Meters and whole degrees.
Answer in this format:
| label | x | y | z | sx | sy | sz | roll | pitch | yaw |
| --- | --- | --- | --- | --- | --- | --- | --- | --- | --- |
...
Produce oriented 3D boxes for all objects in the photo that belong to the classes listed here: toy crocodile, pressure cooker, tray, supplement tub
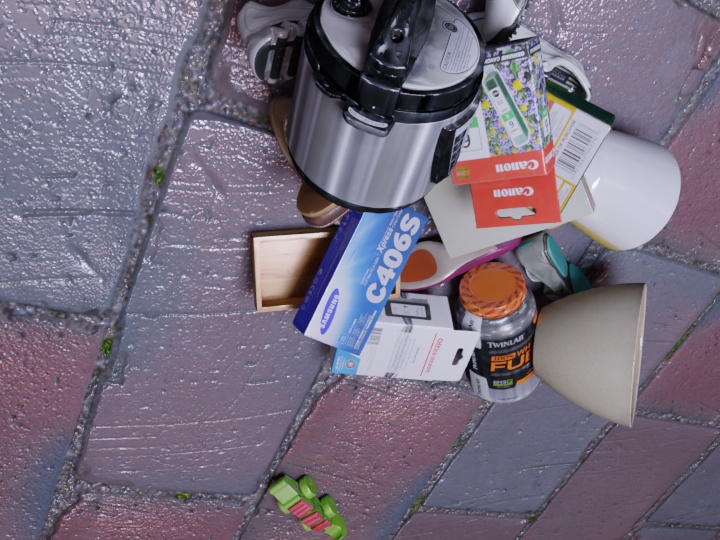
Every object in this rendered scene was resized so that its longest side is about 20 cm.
| label | x | y | z | sx | sy | sz | roll | pitch | yaw |
| --- | --- | --- | --- | --- | --- | --- | --- | --- | --- |
| toy crocodile | -0.092 | 0.424 | 1.255 | 0.067 | 0.062 | 0.201 | -31 | 129 | 7 |
| pressure cooker | 0.022 | -0.175 | 0.665 | 0.176 | 0.177 | 0.201 | -17 | 150 | -25 |
| tray | -0.045 | -0.006 | 0.943 | 0.196 | 0.037 | 0.101 | -5 | 107 | -16 |
| supplement tub | 0.208 | 0.094 | 1.067 | 0.121 | 0.123 | 0.202 | -20 | 130 | -3 |

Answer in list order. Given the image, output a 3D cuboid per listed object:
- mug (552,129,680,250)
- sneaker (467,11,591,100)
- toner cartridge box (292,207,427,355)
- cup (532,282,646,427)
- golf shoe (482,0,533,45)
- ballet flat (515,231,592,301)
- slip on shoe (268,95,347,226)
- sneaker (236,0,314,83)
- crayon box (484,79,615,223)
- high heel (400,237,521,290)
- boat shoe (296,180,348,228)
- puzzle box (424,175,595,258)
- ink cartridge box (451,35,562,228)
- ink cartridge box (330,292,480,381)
| label | x | y | z | sx | sy | sz | roll | pitch | yaw |
| --- | --- | --- | --- | --- | --- | --- | --- | --- | --- |
| mug | 0.297 | -0.104 | 0.923 | 0.151 | 0.150 | 0.188 | 15 | 122 | -32 |
| sneaker | 0.195 | -0.248 | 0.834 | 0.197 | 0.071 | 0.074 | 10 | 123 | -22 |
| toner cartridge box | 0.000 | 0.000 | 0.902 | 0.094 | 0.043 | 0.203 | 23 | 95 | -33 |
| cup | 0.330 | 0.111 | 1.023 | 0.141 | 0.202 | 0.202 | 7 | 135 | 25 |
| golf shoe | 0.148 | -0.343 | 0.747 | 0.093 | 0.078 | 0.203 | 10 | 108 | -11 |
| ballet flat | 0.300 | 0.010 | 1.085 | 0.063 | 0.068 | 0.200 | -19 | 136 | 33 |
| slip on shoe | -0.053 | -0.131 | 0.852 | 0.077 | 0.060 | 0.201 | -57 | 148 | -15 |
| sneaker | -0.039 | -0.254 | 0.752 | 0.197 | 0.082 | 0.076 | -12 | 147 | -35 |
| crayon box | 0.168 | -0.161 | 0.803 | 0.198 | 0.052 | 0.127 | 31 | 124 | 10 |
| high heel | 0.139 | -0.017 | 1.008 | 0.197 | 0.069 | 0.096 | -23 | 164 | 18 |
| boat shoe | 0.002 | -0.119 | 0.816 | 0.201 | 0.070 | 0.071 | -52 | 144 | -23 |
| puzzle box | 0.174 | -0.104 | 0.874 | 0.198 | 0.025 | 0.135 | -17 | 104 | 32 |
| ink cartridge box | 0.149 | -0.137 | 0.761 | 0.107 | 0.050 | 0.203 | -3 | 111 | 30 |
| ink cartridge box | 0.061 | 0.095 | 1.024 | 0.196 | 0.069 | 0.117 | 6 | 133 | -10 |
